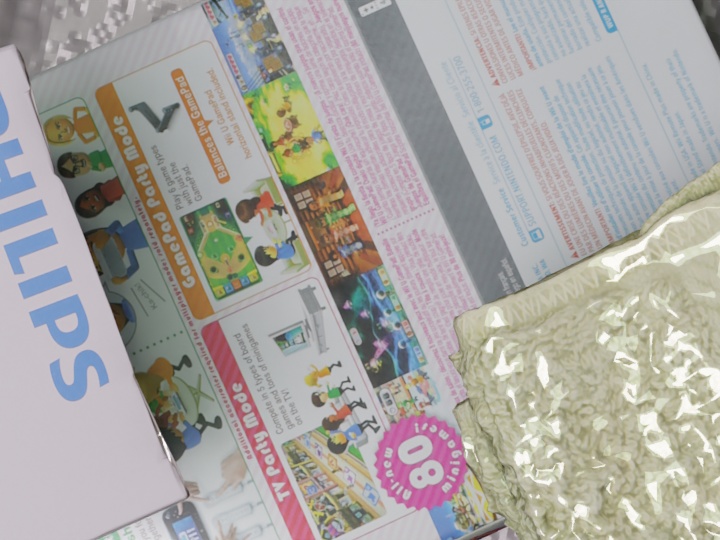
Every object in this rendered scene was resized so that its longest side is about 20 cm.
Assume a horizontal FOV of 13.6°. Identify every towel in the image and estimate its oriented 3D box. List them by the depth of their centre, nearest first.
[{"bbox_3d":[0.120,0.068,0.657,0.148,0.036,0.201,-29,91,1],"label":"towel"}]

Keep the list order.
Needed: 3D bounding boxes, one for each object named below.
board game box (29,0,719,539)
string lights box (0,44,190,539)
[{"bbox_3d":[0.000,0.000,0.753,0.199,0.064,0.148,-23,85,-7],"label":"board game box"},{"bbox_3d":[-0.117,0.023,0.694,0.059,0.200,0.103,-22,91,-27],"label":"string lights box"}]
